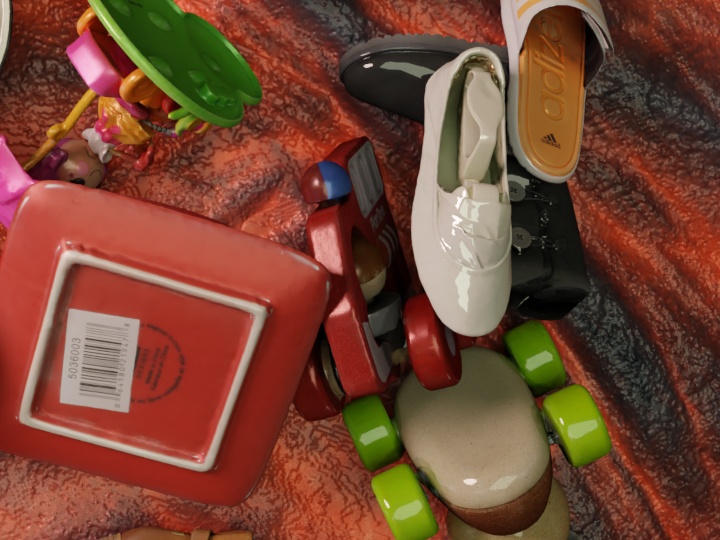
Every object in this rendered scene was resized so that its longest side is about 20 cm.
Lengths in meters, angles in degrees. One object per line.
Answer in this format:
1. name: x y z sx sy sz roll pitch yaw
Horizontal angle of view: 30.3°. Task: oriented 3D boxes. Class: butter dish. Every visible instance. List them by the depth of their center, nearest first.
1. butter dish: -0.137 0.028 0.881 0.199 0.148 0.201 16 115 -10

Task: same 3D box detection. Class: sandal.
1. sandal: 0.147 -0.158 0.949 0.079 0.059 0.207 18 57 -26

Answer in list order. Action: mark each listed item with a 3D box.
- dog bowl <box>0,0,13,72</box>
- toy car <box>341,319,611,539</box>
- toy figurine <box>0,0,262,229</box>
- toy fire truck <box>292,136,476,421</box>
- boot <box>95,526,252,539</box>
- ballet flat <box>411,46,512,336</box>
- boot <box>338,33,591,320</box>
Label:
1. dog bowl: -0.338 -0.176 0.915 0.199 0.074 0.201 -1 94 -9
2. toy car: 0.102 0.169 0.999 0.164 0.158 0.200 -24 126 -2
3. toy figurine: -0.185 -0.100 0.918 0.184 0.200 0.150 -39 77 16
4. toy fire truck: 0.000 0.000 0.922 0.112 0.200 0.169 -16 101 15
5. boot: -0.146 0.289 0.989 0.155 0.077 0.201 -5 88 -12
6. ballet flat: 0.071 -0.059 0.869 0.069 0.069 0.201 5 66 -9
7. boot: 0.070 -0.065 0.946 0.164 0.066 0.201 0 68 -9
